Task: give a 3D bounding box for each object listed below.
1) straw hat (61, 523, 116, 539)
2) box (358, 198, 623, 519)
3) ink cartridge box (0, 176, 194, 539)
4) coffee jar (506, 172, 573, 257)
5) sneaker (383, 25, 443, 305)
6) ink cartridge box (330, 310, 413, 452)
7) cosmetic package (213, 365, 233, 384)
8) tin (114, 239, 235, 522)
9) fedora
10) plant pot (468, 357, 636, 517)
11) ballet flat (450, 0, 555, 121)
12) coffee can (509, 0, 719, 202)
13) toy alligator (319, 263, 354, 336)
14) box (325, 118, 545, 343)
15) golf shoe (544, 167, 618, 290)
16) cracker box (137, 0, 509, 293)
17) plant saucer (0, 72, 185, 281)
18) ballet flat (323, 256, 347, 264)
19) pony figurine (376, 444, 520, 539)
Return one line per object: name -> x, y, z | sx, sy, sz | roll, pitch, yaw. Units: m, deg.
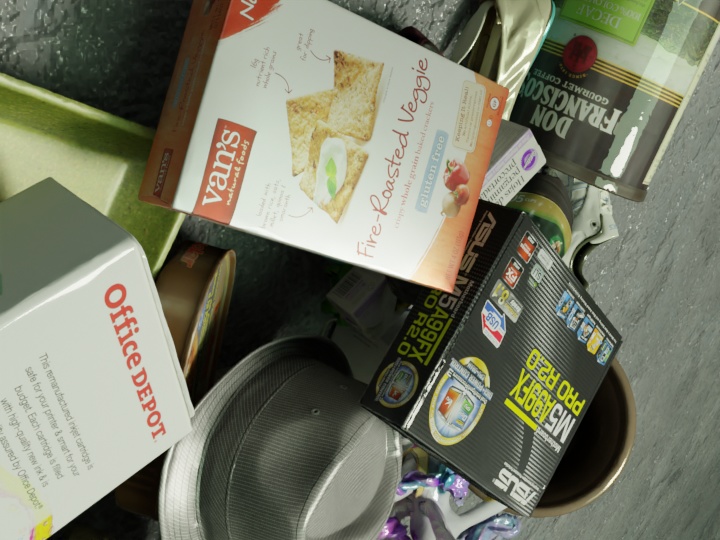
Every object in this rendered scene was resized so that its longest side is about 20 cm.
straw hat -> -0.192, 0.226, 0.672 | 0.202, 0.085, 0.201 | -53, 170, -13
box -> 0.102, 0.069, 0.681 | 0.200, 0.044, 0.161 | 42, 74, -45
ink cartridge box -> -0.195, 0.070, 0.471 | 0.199, 0.084, 0.146 | -36, 140, -28
coffee jar -> 0.116, 0.006, 0.821 | 0.086, 0.103, 0.201 | 57, 43, -42
sneaker -> 0.030, -0.084, 0.673 | 0.116, 0.075, 0.202 | 49, 37, -52
ink cartridge box -> 0.003, 0.140, 0.870 | 0.115, 0.068, 0.202 | 3, 114, -52
cosmetic package -> -0.087, 0.176, 0.784 | 0.103, 0.073, 0.202 | -9, 123, -47
tin -> -0.124, 0.074, 0.642 | 0.112, 0.041, 0.202 | -63, 169, -64
fedora -> -0.034, 0.138, 0.648 | 0.199, 0.090, 0.179 | -25, 121, -53
plant pot -> 0.192, 0.167, 1.045 | 0.201, 0.199, 0.175 | -53, 162, -6
ballet flat -> 0.093, -0.139, 0.779 | 0.069, 0.069, 0.202 | -6, 119, -49
coffee can -> 0.216, -0.180, 0.815 | 0.146, 0.146, 0.202 | 4, 112, -52
toy alligator -> 0.000, 0.000, 0.776 | 0.200, 0.059, 0.054 | -41, 100, -18
box -> 0.059, -0.032, 0.733 | 0.200, 0.041, 0.039 | -46, 130, -10
golf shoe -> 0.228, -0.070, 0.960 | 0.078, 0.097, 0.202 | 1, 114, -49
cracker box -> -0.015, -0.076, 0.565 | 0.199, 0.058, 0.135 | 16, 90, -33
plant saucer -> -0.202, -0.007, 0.519 | 0.199, 0.048, 0.201 | 15, 103, -55
ballet flat -> -0.020, -0.090, 0.675 | 0.073, 0.067, 0.201 | -62, 151, -31
pony figurine -> 0.058, 0.219, 0.835 | 0.199, 0.166, 0.195 | -7, 91, -45
